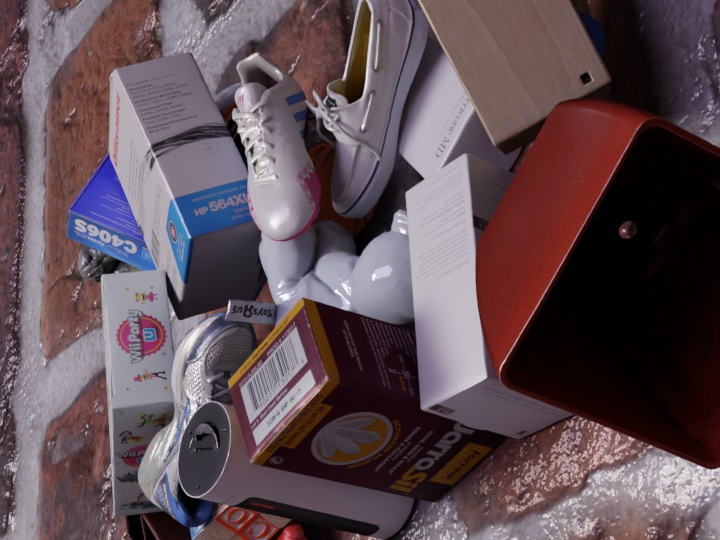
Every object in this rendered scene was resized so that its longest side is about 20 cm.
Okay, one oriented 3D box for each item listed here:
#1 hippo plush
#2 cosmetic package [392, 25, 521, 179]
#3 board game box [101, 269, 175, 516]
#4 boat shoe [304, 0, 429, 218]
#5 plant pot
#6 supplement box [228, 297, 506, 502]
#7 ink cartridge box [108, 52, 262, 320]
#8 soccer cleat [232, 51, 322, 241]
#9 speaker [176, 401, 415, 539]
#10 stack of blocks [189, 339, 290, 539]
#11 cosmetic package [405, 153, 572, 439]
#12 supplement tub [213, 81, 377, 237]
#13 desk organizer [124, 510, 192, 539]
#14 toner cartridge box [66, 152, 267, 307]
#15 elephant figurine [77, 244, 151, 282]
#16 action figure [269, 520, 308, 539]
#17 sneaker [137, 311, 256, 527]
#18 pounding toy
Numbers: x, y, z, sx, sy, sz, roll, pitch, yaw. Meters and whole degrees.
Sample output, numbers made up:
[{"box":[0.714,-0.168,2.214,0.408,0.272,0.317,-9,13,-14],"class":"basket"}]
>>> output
[{"box":[0.000,0.000,1.410,0.160,0.199,0.160,-31,73,32],"class":"hippo plush"},{"box":[0.067,-0.152,1.473,0.102,0.071,0.200,-60,38,15],"class":"cosmetic package"},{"box":[-0.210,0.119,1.558,0.201,0.064,0.148,99,164,-54],"class":"board game box"},{"box":[-0.008,-0.143,1.428,0.075,0.086,0.203,48,125,52],"class":"boat shoe"},{"box":[0.191,-0.013,1.157,0.201,0.199,0.176,-61,26,14],"class":"plant pot"},{"box":[0.009,0.108,1.322,0.110,0.199,0.086,-47,44,29],"class":"supplement box"},{"box":[-0.164,-0.080,1.540,0.146,0.084,0.201,107,142,-57],"class":"ink cartridge box"},{"box":[-0.083,-0.110,1.436,0.070,0.086,0.201,-26,41,17],"class":"soccer cleat"},{"box":[-0.052,0.168,1.377,0.081,0.199,0.082,-27,54,45],"class":"speaker"},{"box":[-0.108,0.163,1.522,0.115,0.058,0.200,-44,30,14],"class":"stack of blocks"},{"box":[0.105,0.022,1.312,0.081,0.112,0.201,-33,52,41],"class":"cosmetic package"},{"box":[-0.070,-0.102,1.589,0.200,0.122,0.123,34,103,53],"class":"supplement tub"},{"box":[-0.185,0.285,1.607,0.072,0.077,0.200,-62,37,12],"class":"desk organizer"},{"box":[-0.181,-0.038,1.631,0.043,0.199,0.095,107,-171,-49],"class":"toner cartridge box"},{"box":[-0.208,-0.041,1.743,0.199,0.141,0.157,-16,78,55],"class":"elephant figurine"},{"box":[-0.083,0.246,1.511,0.200,0.051,0.066,16,93,61],"class":"action figure"},{"box":[-0.125,0.133,1.420,0.085,0.077,0.201,44,122,50],"class":"sneaker"},{"box":[0.130,-0.207,1.297,0.141,0.200,0.185,-28,88,8],"class":"pounding toy"}]
